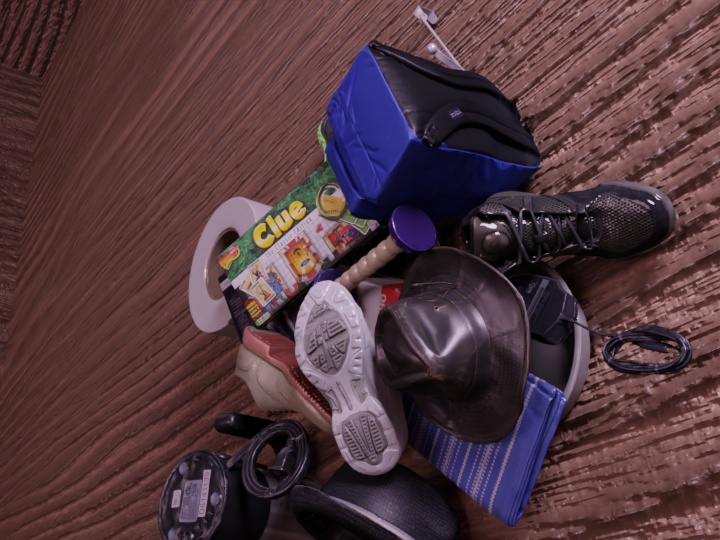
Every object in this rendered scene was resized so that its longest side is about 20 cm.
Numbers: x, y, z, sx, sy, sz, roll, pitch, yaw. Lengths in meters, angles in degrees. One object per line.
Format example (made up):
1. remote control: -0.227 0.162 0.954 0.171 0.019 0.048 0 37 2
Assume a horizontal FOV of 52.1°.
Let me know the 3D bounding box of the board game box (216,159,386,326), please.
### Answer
1. board game box: -0.074 -0.032 0.867 0.200 0.023 0.105 -39 73 19

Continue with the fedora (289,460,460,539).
1. fedora: 0.029 0.256 0.759 0.201 0.201 0.092 -12 37 51

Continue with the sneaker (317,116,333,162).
1. sneaker: -0.008 -0.173 1.025 0.084 0.077 0.200 -55 41 31

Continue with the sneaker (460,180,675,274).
1. sneaker: 0.175 -0.034 0.673 0.199 0.114 0.076 5 115 42

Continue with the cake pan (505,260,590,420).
1. cake pan: 0.149 0.083 0.747 0.200 0.037 0.200 -25 57 47

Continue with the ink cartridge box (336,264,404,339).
1. ink cartridge box: 0.010 0.064 0.878 0.200 0.067 0.116 15 101 39

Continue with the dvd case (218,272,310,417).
1. dvd case: -0.100 0.064 0.916 0.149 0.016 0.200 -34 71 36

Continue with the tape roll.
1. tape roll: -0.146 0.006 1.088 0.203 0.139 0.203 -23 60 47

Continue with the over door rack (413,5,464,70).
1. over door rack: 0.062 -0.241 0.965 0.148 0.067 0.200 -48 43 30

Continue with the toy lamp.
1. toy lamp: 0.000 0.000 0.787 0.200 0.058 0.058 -42 46 48

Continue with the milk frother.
1. milk frother: -0.099 0.271 0.884 0.200 0.188 0.181 5 72 43

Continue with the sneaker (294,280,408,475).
1. sneaker: -0.005 0.107 0.766 0.078 0.099 0.200 -20 83 18

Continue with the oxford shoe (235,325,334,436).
1. oxford shoe: -0.076 0.139 0.844 0.200 0.071 0.074 35 107 44

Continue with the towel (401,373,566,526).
1. towel: 0.104 0.137 0.729 0.200 0.024 0.145 32 113 47

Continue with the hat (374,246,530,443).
1. hat: 0.063 0.070 0.685 0.201 0.081 0.201 5 96 57

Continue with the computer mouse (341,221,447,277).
1. computer mouse: 0.024 -0.023 0.940 0.200 0.053 0.139 -46 65 33

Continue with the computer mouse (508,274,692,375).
1. computer mouse: 0.195 0.050 0.646 0.200 0.034 0.059 23 79 50

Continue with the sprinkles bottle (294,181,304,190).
1. sprinkles bottle: -0.053 -0.088 0.981 0.200 0.068 0.068 -100 30 -83

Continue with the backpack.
1. backpack: 0.075 -0.135 0.795 0.168 0.200 0.163 -48 51 44
